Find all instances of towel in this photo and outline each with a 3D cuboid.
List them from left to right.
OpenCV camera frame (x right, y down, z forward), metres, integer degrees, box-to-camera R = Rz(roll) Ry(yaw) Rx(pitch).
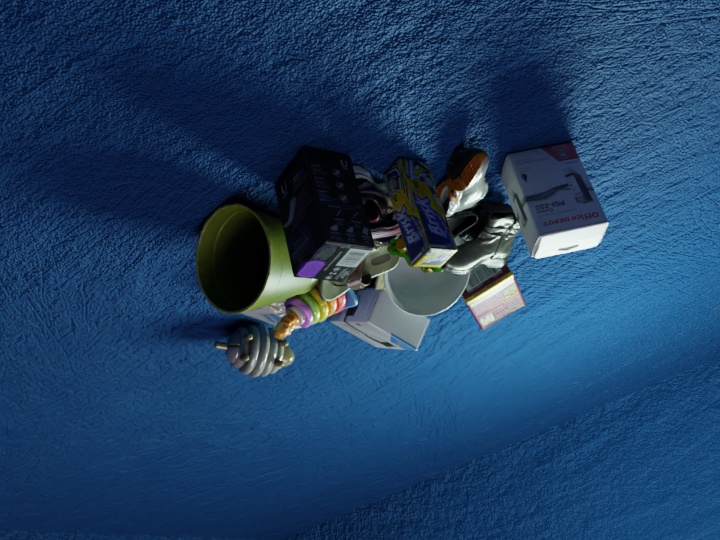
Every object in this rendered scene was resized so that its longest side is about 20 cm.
[{"bbox_3d":[0.009,-0.075,1.681,0.145,0.030,0.200,-9,-178,-18],"label":"towel"}]

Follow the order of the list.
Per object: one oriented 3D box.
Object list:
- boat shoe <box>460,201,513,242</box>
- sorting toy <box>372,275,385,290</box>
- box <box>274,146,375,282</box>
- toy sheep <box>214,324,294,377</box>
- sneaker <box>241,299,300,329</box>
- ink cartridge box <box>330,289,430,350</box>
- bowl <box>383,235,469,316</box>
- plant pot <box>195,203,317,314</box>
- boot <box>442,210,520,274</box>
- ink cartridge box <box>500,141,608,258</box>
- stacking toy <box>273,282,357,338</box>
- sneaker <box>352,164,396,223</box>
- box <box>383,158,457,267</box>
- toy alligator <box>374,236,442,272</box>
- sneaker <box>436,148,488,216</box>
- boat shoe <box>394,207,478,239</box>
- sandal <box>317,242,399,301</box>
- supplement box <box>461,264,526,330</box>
[{"bbox_3d":[0.240,-0.077,1.840,0.092,0.075,0.201,8,135,-30],"label":"boat shoe"},{"bbox_3d":[0.121,0.003,1.964,0.198,0.037,0.186,-13,153,-14],"label":"sorting toy"},{"bbox_3d":[-0.067,-0.097,1.499,0.105,0.202,0.122,6,146,-34],"label":"box"},{"bbox_3d":[-0.250,0.190,2.015,0.198,0.139,0.138,17,141,-23],"label":"toy sheep"},{"bbox_3d":[-0.185,0.067,1.821,0.197,0.077,0.081,12,141,-1],"label":"sneaker"},{"bbox_3d":[0.041,0.112,1.927,0.144,0.084,0.199,30,165,-22],"label":"ink cartridge box"},{"bbox_3d":[0.132,-0.010,1.836,0.198,0.090,0.204,-4,106,-14],"label":"bowl"},{"bbox_3d":[-0.178,-0.018,1.624,0.200,0.202,0.192,-34,159,32],"label":"plant pot"},{"bbox_3d":[0.249,-0.068,1.747,0.198,0.068,0.132,-9,135,-34],"label":"boot"},{"bbox_3d":[0.374,-0.138,1.647,0.144,0.202,0.085,-12,152,-7],"label":"ink cartridge box"},{"bbox_3d":[-0.112,0.076,1.726,0.115,0.111,0.200,-16,-161,48],"label":"stacking toy"},{"bbox_3d":[0.027,-0.122,1.623,0.080,0.087,0.199,-32,148,31],"label":"sneaker"},{"bbox_3d":[0.109,-0.107,1.569,0.069,0.202,0.064,3,147,-33],"label":"box"},{"bbox_3d":[0.096,-0.046,1.645,0.054,0.199,0.059,-51,133,-14],"label":"toy alligator"},{"bbox_3d":[0.216,-0.179,1.646,0.091,0.076,0.200,-13,161,-21],"label":"sneaker"},{"bbox_3d":[0.157,-0.076,1.729,0.198,0.066,0.075,-27,136,-19],"label":"boat shoe"},{"bbox_3d":[0.000,-0.001,1.703,0.199,0.057,0.081,-26,119,-22],"label":"sandal"},{"bbox_3d":[0.304,0.041,2.026,0.130,0.104,0.200,-31,150,4],"label":"supplement box"}]
